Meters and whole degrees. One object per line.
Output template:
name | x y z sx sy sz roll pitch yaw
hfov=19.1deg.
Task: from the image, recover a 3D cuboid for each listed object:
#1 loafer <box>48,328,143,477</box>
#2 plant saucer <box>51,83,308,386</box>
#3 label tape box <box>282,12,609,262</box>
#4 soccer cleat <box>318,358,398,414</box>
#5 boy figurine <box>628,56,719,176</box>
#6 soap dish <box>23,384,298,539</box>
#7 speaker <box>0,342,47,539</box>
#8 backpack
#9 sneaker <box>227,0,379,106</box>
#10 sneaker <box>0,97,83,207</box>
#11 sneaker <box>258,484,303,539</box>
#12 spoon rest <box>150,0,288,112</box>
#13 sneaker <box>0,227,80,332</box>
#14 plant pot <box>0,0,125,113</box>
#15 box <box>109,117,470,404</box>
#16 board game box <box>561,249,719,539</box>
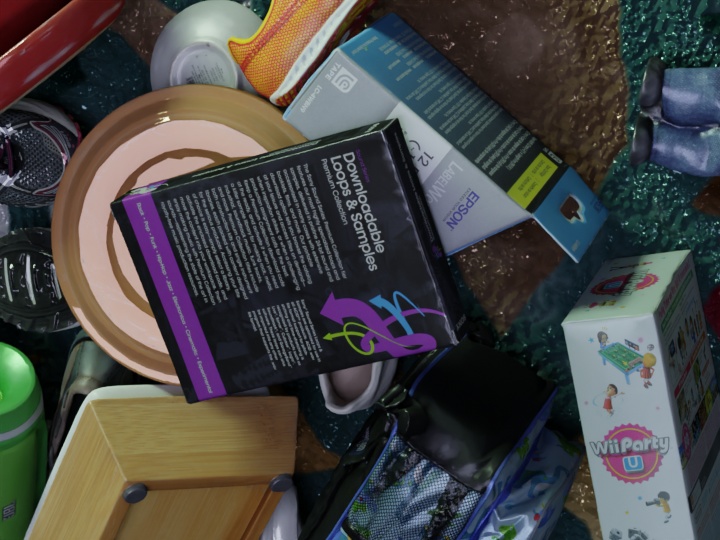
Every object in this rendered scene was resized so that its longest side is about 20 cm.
loafer | -0.194 0.127 1.517 0.071 0.063 0.201 14 132 6
plant saucer | -0.109 -0.022 1.419 0.198 0.032 0.202 1 95 8
label tape box | 0.060 -0.070 1.379 0.200 0.143 0.066 43 112 1
soccer cleat | 0.000 0.000 1.452 0.069 0.078 0.202 4 106 15
boy figurine | 0.273 -0.089 1.356 0.198 0.064 0.126 10 108 12
soap dish | -0.140 0.168 1.480 0.201 0.156 0.082 -63 40 37
speaker | -0.270 0.145 1.534 0.088 0.089 0.201 19 134 10
backpack | 0.048 0.162 1.429 0.147 0.183 0.201 37 116 4
sneaker | -0.013 -0.200 1.394 0.077 0.073 0.200 44 99 11
sneaker | -0.287 -0.078 1.514 0.198 0.075 0.081 2 106 15
sneaker | -0.031 0.240 1.546 0.099 0.075 0.202 -10 101 -6
spoon rest | -0.081 -0.087 1.469 0.099 0.061 0.202 -22 85 19
sneaker | -0.175 0.000 1.503 0.198 0.079 0.075 -7 91 22
plant pot | -0.263 -0.201 1.411 0.200 0.201 0.183 -34 103 22
box | -0.044 -0.003 1.343 0.198 0.036 0.144 -12 106 26
board game box | 0.192 0.104 1.390 0.064 0.148 0.202 -7 103 20
